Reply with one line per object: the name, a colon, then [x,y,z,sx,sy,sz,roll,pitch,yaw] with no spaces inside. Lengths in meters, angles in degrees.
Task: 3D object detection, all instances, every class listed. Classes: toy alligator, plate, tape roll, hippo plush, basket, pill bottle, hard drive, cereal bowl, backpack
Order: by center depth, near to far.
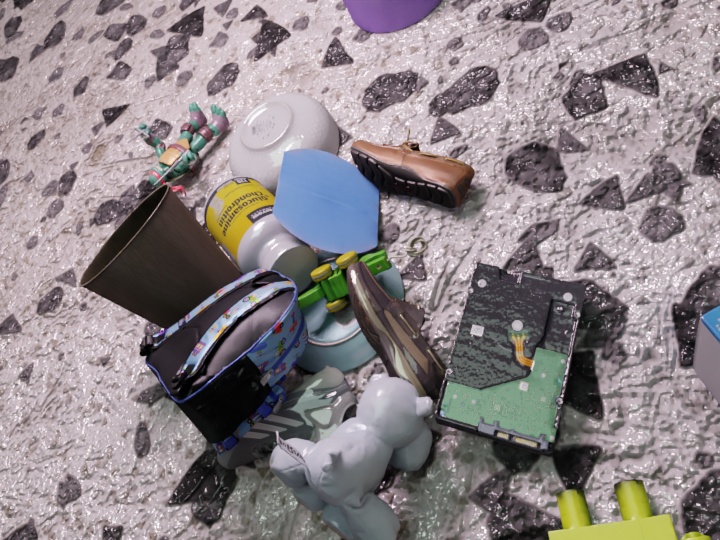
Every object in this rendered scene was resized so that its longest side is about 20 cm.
hippo plush: [-0.005,0.191,0.745,0.158,0.202,0.161,12,49,43]
hard drive: [0.178,0.099,0.772,0.137,0.038,0.203,11,67,18]
backpack: [-0.152,0.099,0.826,0.200,0.136,0.182,-42,31,-18]
toy alligator: [0.000,0.000,0.887,0.197,0.060,0.054,-26,14,10]
basket: [-0.253,0.014,0.918,0.180,0.200,0.136,-43,27,6]
plate: [-0.034,0.046,0.923,0.196,0.026,0.204,-12,58,19]
pill bottle: [-0.145,-0.050,0.964,0.112,0.112,0.200,-44,48,-4]
cereal bowl: [-0.137,-0.215,1.082,0.196,0.083,0.204,-11,60,18]
tape roll: [0.055,-0.529,1.167,0.196,0.085,0.203,-12,58,20]

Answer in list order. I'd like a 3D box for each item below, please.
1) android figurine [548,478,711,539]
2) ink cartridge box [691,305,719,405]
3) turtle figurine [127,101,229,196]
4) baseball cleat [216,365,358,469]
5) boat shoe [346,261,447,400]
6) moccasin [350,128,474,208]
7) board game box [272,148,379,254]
android figurine: [0.254,0.311,0.631,0.179,0.041,0.203,-14,56,17]
ink cartridge box: [0.444,0.077,0.607,0.198,0.145,0.149,-30,53,5]
turtle figurine: [-0.326,-0.215,1.161,0.148,0.101,0.201,25,59,18]
baseball cleat: [-0.091,0.209,0.831,0.199,0.070,0.107,-39,57,4]
boat shoe: [0.048,0.075,0.828,0.072,0.075,0.202,-25,78,-15]
moccasin: [0.071,-0.156,0.958,0.199,0.074,0.078,19,62,35]
board game box: [-0.051,-0.091,0.955,0.039,0.155,0.203,124,157,-44]
